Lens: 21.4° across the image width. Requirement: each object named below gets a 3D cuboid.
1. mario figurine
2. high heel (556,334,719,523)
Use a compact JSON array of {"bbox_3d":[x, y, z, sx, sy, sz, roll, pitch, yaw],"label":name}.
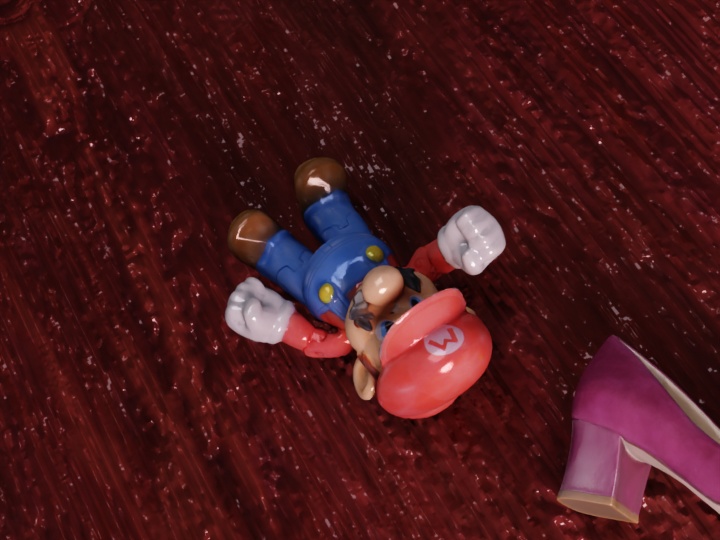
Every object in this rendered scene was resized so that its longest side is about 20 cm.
[{"bbox_3d":[0.000,0.000,1.058,0.200,0.106,0.124,42,114,46],"label":"mario figurine"},{"bbox_3d":[0.194,0.085,0.947,0.199,0.067,0.097,3,68,40],"label":"high heel"}]
